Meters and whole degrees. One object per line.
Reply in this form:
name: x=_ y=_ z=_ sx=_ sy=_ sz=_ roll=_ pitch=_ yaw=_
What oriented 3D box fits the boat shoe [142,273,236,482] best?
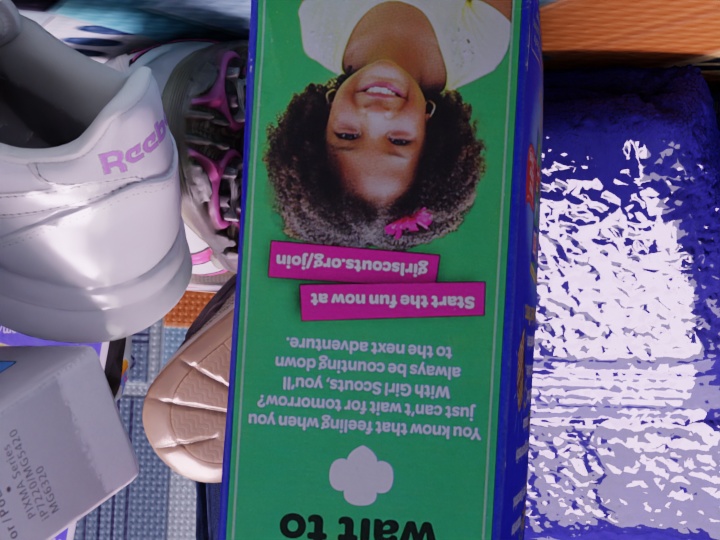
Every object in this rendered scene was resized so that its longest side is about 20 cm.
boat shoe: x=0.000 y=0.000 z=0.852 sx=0.072 sy=0.200 sz=0.065 roll=49 pitch=-176 yaw=-22

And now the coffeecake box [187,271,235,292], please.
coffeecake box: x=-0.031 y=-0.025 z=0.993 sx=0.153 sy=0.074 sz=0.199 roll=2 pitch=178 yaw=44

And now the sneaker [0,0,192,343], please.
sneaker: x=-0.137 y=-0.053 z=0.634 sx=0.199 sy=0.075 sz=0.100 roll=17 pitch=138 yaw=11

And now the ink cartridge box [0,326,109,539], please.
ink cartridge box: x=-0.203 y=0.104 z=0.913 sx=0.197 sy=0.202 sz=0.043 roll=1 pitch=-166 yaw=-43

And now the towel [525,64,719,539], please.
towel: x=0.068 y=0.015 z=0.783 sx=0.147 sy=0.201 sz=0.050 roll=-1 pitch=-142 yaw=23

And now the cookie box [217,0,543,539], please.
cookie box: x=0.010 y=0.028 z=0.620 sx=0.075 sy=0.202 sz=0.171 roll=2 pitch=178 yaw=6

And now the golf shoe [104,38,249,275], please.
golf shoe: x=-0.068 y=-0.036 z=0.745 sx=0.091 sy=0.073 sz=0.200 roll=4 pitch=178 yaw=1

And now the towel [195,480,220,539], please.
towel: x=-0.010 y=0.093 z=0.892 sx=0.111 sy=0.049 sz=0.201 roll=5 pitch=-140 yaw=-12

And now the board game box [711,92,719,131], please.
board game box: x=0.181 y=-0.035 z=0.804 sx=0.151 sy=0.045 sz=0.200 roll=3 pitch=179 yaw=-14

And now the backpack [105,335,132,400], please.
backpack: x=-0.180 y=0.009 z=1.097 sx=0.126 sy=0.168 sz=0.200 roll=-2 pitch=-174 yaw=-21

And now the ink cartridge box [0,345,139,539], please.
ink cartridge box: x=-0.188 y=0.079 z=0.627 sx=0.199 sy=0.045 sz=0.176 roll=-3 pitch=-156 yaw=41
